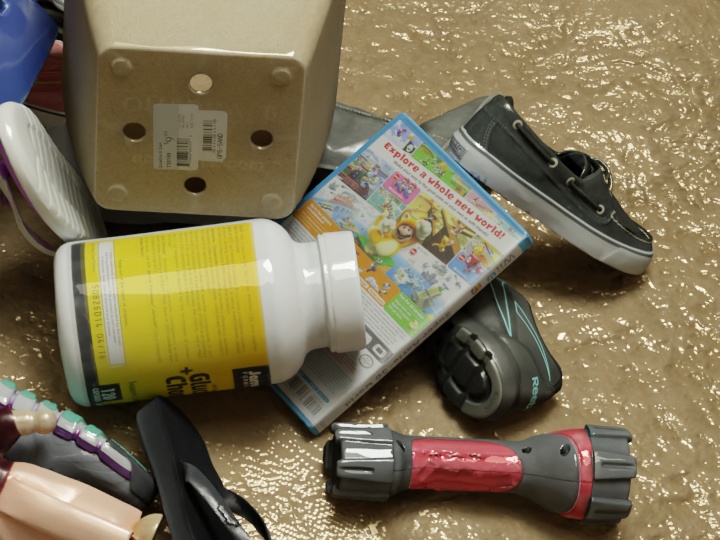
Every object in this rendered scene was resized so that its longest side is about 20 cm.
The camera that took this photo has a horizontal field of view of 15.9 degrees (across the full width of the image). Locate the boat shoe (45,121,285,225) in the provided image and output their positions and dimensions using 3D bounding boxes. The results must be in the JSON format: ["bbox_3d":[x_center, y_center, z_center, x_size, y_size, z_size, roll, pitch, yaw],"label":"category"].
[{"bbox_3d":[-0.138,-0.071,1.869,0.200,0.072,0.066,5,9,14],"label":"boat shoe"}]

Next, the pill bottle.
[{"bbox_3d":[-0.100,0.025,1.723,0.200,0.112,0.112,-7,46,-2],"label":"pill bottle"}]

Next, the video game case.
[{"bbox_3d":[0.000,0.000,1.788,0.200,0.018,0.143,-42,60,-4],"label":"video game case"}]

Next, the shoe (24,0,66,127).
[{"bbox_3d":[-0.281,-0.173,1.919,0.200,0.091,0.072,16,45,5],"label":"shoe"}]

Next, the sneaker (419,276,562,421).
[{"bbox_3d":[0.067,0.027,1.822,0.079,0.075,0.200,-7,51,-39],"label":"sneaker"}]

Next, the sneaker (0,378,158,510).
[{"bbox_3d":[-0.231,0.121,1.674,0.200,0.074,0.088,29,76,12],"label":"sneaker"}]

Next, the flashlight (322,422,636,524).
[{"bbox_3d":[0.079,0.132,1.710,0.200,0.068,0.068,3,48,-10],"label":"flashlight"}]

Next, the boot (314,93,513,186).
[{"bbox_3d":[0.000,-0.105,1.935,0.200,0.073,0.182,11,21,22],"label":"boot"}]

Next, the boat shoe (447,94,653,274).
[{"bbox_3d":[0.149,-0.059,1.851,0.200,0.057,0.069,30,15,-35],"label":"boat shoe"}]

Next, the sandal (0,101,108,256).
[{"bbox_3d":[-0.217,-0.045,1.752,0.050,0.203,0.083,-22,64,4],"label":"sandal"}]

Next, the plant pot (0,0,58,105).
[{"bbox_3d":[-0.355,-0.143,1.755,0.200,0.180,0.200,-17,33,30],"label":"plant pot"}]

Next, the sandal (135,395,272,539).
[{"bbox_3d":[-0.093,0.151,1.643,0.043,0.076,0.200,-35,51,10],"label":"sandal"}]

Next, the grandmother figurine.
[{"bbox_3d":[-0.226,0.140,1.615,0.200,0.061,0.121,22,74,-1],"label":"grandmother figurine"}]

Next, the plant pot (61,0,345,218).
[{"bbox_3d":[-0.106,-0.143,1.750,0.200,0.200,0.177,3,40,-5],"label":"plant pot"}]
